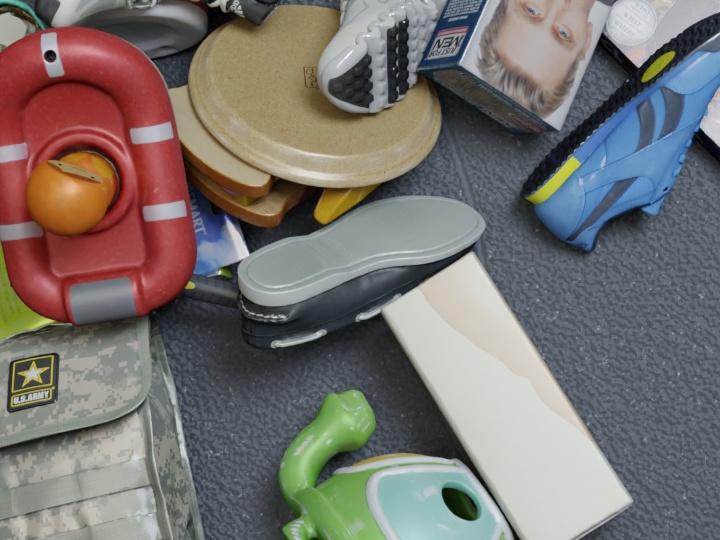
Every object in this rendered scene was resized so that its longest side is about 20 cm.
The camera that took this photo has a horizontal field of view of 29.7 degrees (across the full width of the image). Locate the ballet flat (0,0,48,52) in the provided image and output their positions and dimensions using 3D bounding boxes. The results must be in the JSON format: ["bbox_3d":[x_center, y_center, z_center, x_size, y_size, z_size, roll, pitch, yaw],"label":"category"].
[{"bbox_3d":[-0.241,-0.128,1.001,0.067,0.070,0.200,-29,59,-3],"label":"ballet flat"}]

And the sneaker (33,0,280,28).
[{"bbox_3d":[-0.119,-0.203,0.927,0.115,0.076,0.200,48,65,-5],"label":"sneaker"}]

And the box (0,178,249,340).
[{"bbox_3d":[-0.189,-0.027,1.021,0.200,0.048,0.122,-19,81,4],"label":"box"}]

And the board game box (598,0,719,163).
[{"bbox_3d":[0.284,-0.152,0.980,0.135,0.035,0.200,-43,79,0],"label":"board game box"}]

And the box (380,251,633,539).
[{"bbox_3d":[0.101,0.095,0.942,0.078,0.095,0.200,-32,81,2],"label":"box"}]

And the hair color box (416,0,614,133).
[{"bbox_3d":[0.129,-0.208,0.967,0.100,0.061,0.200,28,81,-27],"label":"hair color box"}]

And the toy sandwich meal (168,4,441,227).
[{"bbox_3d":[-0.039,-0.111,0.984,0.205,0.070,0.205,8,48,-9],"label":"toy sandwich meal"}]

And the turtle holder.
[{"bbox_3d":[0.022,0.185,0.932,0.132,0.141,0.186,-31,39,-12],"label":"turtle holder"}]

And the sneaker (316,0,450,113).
[{"bbox_3d":[0.015,-0.178,0.970,0.081,0.075,0.200,21,42,19],"label":"sneaker"}]

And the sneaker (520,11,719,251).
[{"bbox_3d":[0.206,-0.095,0.952,0.078,0.066,0.200,41,112,-8],"label":"sneaker"}]

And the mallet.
[{"bbox_3d":[-0.155,0.013,0.974,0.200,0.041,0.066,20,88,3],"label":"mallet"}]

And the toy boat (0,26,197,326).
[{"bbox_3d":[-0.183,-0.057,0.881,0.130,0.131,0.200,-9,101,0],"label":"toy boat"}]

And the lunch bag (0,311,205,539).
[{"bbox_3d":[-0.209,0.133,0.963,0.164,0.118,0.200,-13,84,3],"label":"lunch bag"}]

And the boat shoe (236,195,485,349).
[{"bbox_3d":[0.000,0.000,0.963,0.200,0.060,0.076,-15,42,-26],"label":"boat shoe"}]

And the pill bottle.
[{"bbox_3d":[-0.178,-0.270,1.020,0.114,0.114,0.200,-7,82,7],"label":"pill bottle"}]
